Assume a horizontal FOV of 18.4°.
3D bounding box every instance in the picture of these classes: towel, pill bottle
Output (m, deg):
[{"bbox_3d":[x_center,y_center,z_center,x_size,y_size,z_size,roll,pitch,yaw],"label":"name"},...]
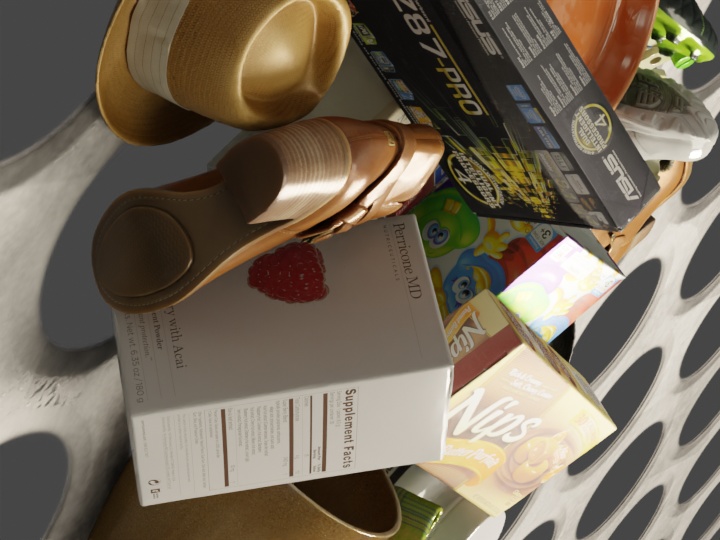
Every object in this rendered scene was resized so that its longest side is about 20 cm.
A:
[{"bbox_3d":[-0.049,0.204,1.643,0.144,0.200,0.023,-65,148,-15],"label":"towel"},{"bbox_3d":[0.010,0.160,1.720,0.111,0.200,0.111,-44,158,-24],"label":"pill bottle"}]

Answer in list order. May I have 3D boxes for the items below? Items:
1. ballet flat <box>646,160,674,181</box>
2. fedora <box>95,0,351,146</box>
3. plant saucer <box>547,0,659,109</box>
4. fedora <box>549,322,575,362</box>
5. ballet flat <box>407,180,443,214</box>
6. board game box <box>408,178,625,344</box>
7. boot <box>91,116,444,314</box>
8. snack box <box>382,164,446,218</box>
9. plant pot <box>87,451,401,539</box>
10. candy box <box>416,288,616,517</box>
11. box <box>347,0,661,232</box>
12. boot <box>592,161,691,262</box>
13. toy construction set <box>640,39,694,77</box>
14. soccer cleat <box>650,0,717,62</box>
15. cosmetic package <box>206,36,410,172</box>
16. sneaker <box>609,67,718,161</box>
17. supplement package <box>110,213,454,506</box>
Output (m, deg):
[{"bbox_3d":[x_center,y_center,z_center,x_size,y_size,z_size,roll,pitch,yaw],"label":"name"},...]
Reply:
[{"bbox_3d":[0.213,-0.095,1.785,0.200,0.068,0.075,-9,93,-63],"label":"ballet flat"},{"bbox_3d":[-0.063,-0.135,1.268,0.201,0.082,0.201,-44,158,-23],"label":"fedora"},{"bbox_3d":[0.142,-0.179,1.512,0.200,0.032,0.200,-31,131,-44],"label":"plant saucer"},{"bbox_3d":[0.081,0.055,1.713,0.201,0.201,0.092,-62,-166,19],"label":"fedora"},{"bbox_3d":[0.000,0.000,1.646,0.062,0.067,0.200,-9,132,-49],"label":"ballet flat"},{"bbox_3d":[0.068,0.020,1.586,0.200,0.103,0.105,-42,147,13],"label":"board game box"},{"bbox_3d":[-0.055,-0.033,1.343,0.200,0.074,0.155,-25,171,40],"label":"boot"},{"bbox_3d":[0.055,-0.109,1.577,0.200,0.072,0.024,-43,152,-27],"label":"snack box"},{"bbox_3d":[-0.105,0.181,1.579,0.200,0.186,0.186,-45,162,16],"label":"plant pot"},{"bbox_3d":[0.091,0.097,1.557,0.115,0.055,0.200,-38,148,8],"label":"candy box"},{"bbox_3d":[0.078,-0.116,1.367,0.049,0.161,0.200,-45,116,-22],"label":"box"},{"bbox_3d":[0.214,-0.056,1.987,0.155,0.074,0.200,-33,148,-34],"label":"boot"},{"bbox_3d":[0.186,-0.183,1.738,0.131,0.092,0.200,-38,164,36],"label":"toy construction set"},{"bbox_3d":[0.205,-0.226,1.622,0.200,0.068,0.081,38,79,-33],"label":"soccer cleat"},{"bbox_3d":[-0.006,-0.089,1.480,0.200,0.073,0.104,-45,157,-20],"label":"cosmetic package"},{"bbox_3d":[0.165,-0.097,1.644,0.078,0.200,0.099,-52,147,-52],"label":"sneaker"},{"bbox_3d":[-0.052,0.056,1.408,0.200,0.121,0.120,-9,146,-8],"label":"supplement package"}]
